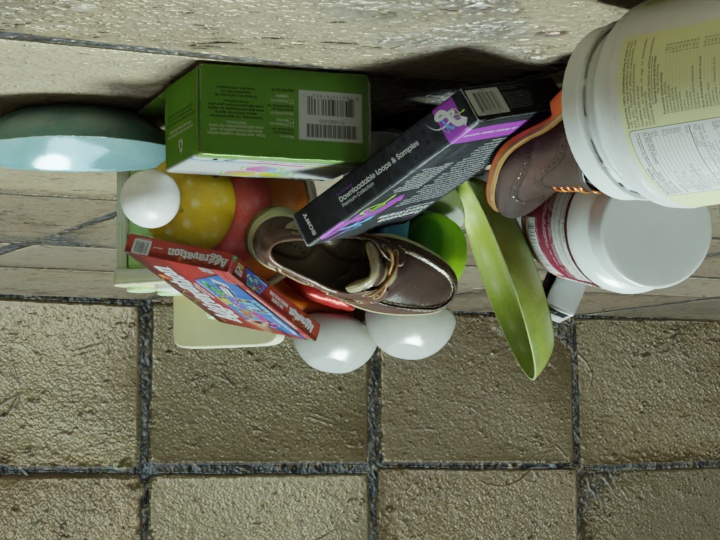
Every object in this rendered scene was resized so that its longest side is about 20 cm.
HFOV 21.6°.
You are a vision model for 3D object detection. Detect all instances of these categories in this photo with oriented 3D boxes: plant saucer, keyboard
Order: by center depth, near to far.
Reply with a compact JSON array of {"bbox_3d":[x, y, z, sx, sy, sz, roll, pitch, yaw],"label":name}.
[{"bbox_3d":[-0.255,-0.121,1.692,0.200,0.039,0.201,0,175,0],"label":"plant saucer"},{"bbox_3d":[0.137,0.002,1.736,0.031,0.201,0.200,-19,175,-4],"label":"plant saucer"},{"bbox_3d":[0.105,-0.115,1.770,0.104,0.040,0.200,-3,175,29],"label":"keyboard"}]

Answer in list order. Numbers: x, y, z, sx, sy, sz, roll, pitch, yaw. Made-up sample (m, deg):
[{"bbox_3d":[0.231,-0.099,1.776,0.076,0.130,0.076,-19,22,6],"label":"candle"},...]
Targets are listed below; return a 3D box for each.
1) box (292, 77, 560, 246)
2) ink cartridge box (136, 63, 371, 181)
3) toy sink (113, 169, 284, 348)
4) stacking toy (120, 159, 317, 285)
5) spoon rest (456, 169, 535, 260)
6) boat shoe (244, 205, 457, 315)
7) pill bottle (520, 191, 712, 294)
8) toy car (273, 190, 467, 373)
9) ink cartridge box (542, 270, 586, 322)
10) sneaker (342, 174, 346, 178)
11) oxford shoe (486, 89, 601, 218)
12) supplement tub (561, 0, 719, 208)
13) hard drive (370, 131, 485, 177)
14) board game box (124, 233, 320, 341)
[{"bbox_3d":[0.056,-0.089,1.538,0.200,0.036,0.143,-36,167,34],"label":"box"},{"bbox_3d":[-0.094,-0.113,1.584,0.147,0.076,0.200,2,172,-21],"label":"ink cartridge box"},{"bbox_3d":[-0.155,-0.029,1.808,0.130,0.201,0.112,-3,174,32],"label":"toy sink"},{"bbox_3d":[-0.138,-0.055,1.625,0.146,0.147,0.200,-3,178,25],"label":"stacking toy"},{"bbox_3d":[0.111,-0.069,1.843,0.200,0.100,0.061,26,170,-29],"label":"spoon rest"},{"bbox_3d":[0.000,0.000,1.619,0.199,0.072,0.072,20,-171,-23],"label":"boat shoe"},{"bbox_3d":[0.216,-0.040,1.601,0.114,0.115,0.200,1,-176,-12],"label":"pill bottle"},{"bbox_3d":[-0.002,-0.011,1.746,0.199,0.176,0.150,-12,149,37],"label":"toy car"},{"bbox_3d":[0.217,-0.050,1.758,0.037,0.201,0.095,26,174,1],"label":"ink cartridge box"},{"bbox_3d":[0.019,-0.082,1.935,0.113,0.076,0.200,4,167,-34],"label":"sneaker"},{"bbox_3d":[0.163,-0.085,1.511,0.071,0.073,0.200,-12,159,-29],"label":"oxford shoe"},{"bbox_3d":[0.246,-0.117,1.235,0.145,0.146,0.200,5,173,-42],"label":"supplement tub"},{"bbox_3d":[0.000,-0.108,1.724,0.132,0.027,0.200,7,180,-40],"label":"hard drive"},{"bbox_3d":[-0.118,0.017,1.652,0.103,0.020,0.200,12,166,24],"label":"board game box"}]
